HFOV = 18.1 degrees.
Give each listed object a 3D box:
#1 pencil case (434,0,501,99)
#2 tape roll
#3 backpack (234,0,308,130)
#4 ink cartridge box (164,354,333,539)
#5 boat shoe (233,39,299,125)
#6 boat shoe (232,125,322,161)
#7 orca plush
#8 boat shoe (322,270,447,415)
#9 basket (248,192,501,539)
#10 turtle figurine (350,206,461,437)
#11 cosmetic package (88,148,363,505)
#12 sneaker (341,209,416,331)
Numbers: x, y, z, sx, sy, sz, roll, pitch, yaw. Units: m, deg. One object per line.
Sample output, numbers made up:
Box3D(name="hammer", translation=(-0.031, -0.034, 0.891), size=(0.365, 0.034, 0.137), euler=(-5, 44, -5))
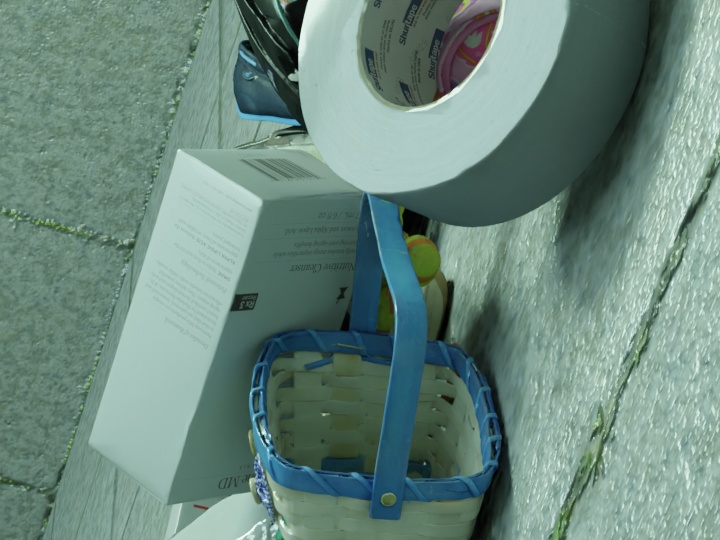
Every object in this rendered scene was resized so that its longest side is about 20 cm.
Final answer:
Box3D(name="pencil case", translation=(0.072, -0.133, 1.378), size=(0.200, 0.087, 0.088), euler=(-116, 42, -75))
Box3D(name="tape roll", translation=(0.058, -0.127, 1.223), size=(0.200, 0.066, 0.201), euler=(-18, 63, 41))
Box3D(name="backpack", translation=(-0.018, -0.204, 1.560), size=(0.200, 0.153, 0.176), euler=(55, 175, 32))
Box3D(name="ink cartridge box", translation=(-0.068, 0.147, 1.606), size=(0.067, 0.116, 0.201), euler=(129, 154, -72))
Box3D(name="boat shoe", translation=(-0.037, -0.151, 1.757), size=(0.200, 0.084, 0.069), euler=(3, 108, 42))
Box3D(name="boat shoe", translation=(-0.035, -0.087, 1.790), size=(0.201, 0.072, 0.066), euler=(5, 64, 53))
Box3D(name="orca plush", translation=(-0.037, 0.163, 1.424), size=(0.200, 0.071, 0.105), euler=(-39, 23, 5))
Box3D(name="boat shoe", translation=(-0.001, 0.090, 1.471), size=(0.074, 0.069, 0.201), euler=(171, 113, -78))
Box3D(name="basket", translation=(0.008, 0.075, 1.256), size=(0.176, 0.139, 0.201), euler=(-99, 18, -65))
Box3D(name="turtle figurine", translation=(0.000, 0.000, 1.399), size=(0.161, 0.064, 0.201), euler=(5, 99, 52))
Box3D(name="cosmetic package", translation=(-0.075, 0.032, 1.348), size=(0.081, 0.113, 0.200), euler=(30, 113, 36))
Box3D(name="sneaker", translation=(0.001, -0.028, 1.610), size=(0.084, 0.077, 0.200), euler=(115, 165, -58))
